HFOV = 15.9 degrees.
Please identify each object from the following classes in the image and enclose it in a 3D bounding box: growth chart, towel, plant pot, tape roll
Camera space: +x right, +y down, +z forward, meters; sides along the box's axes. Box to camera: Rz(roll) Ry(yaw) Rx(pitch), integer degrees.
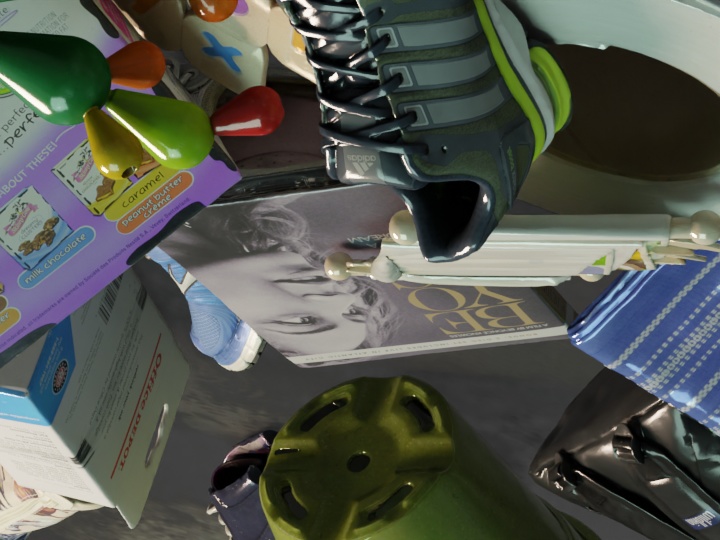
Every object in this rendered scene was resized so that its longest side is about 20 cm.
[{"bbox_3d":[0.067,-0.007,1.057,0.144,0.018,0.200,0,175,-7],"label":"growth chart"},{"bbox_3d":[0.210,0.032,1.151,0.200,0.024,0.145,31,121,-19],"label":"towel"},{"bbox_3d":[0.031,0.164,1.515,0.200,0.200,0.190,2,141,33],"label":"plant pot"},{"bbox_3d":[0.106,-0.089,0.995,0.202,0.071,0.203,15,157,7],"label":"tape roll"}]

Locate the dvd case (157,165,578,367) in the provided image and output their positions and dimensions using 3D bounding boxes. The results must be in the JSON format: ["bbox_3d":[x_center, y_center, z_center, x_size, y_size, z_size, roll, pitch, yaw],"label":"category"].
[{"bbox_3d":[0.000,0.000,1.189,0.148,0.016,0.200,-7,156,21],"label":"dvd case"}]

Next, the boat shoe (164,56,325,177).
[{"bbox_3d":[-0.044,-0.064,1.165,0.201,0.075,0.065,8,150,11],"label":"boat shoe"}]

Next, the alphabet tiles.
[{"bbox_3d":[-0.083,-0.142,1.020,0.200,0.015,0.196,31,159,8],"label":"alphabet tiles"}]

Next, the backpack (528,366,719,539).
[{"bbox_3d":[0.214,0.102,1.288,0.200,0.154,0.163,41,148,-4],"label":"backpack"}]

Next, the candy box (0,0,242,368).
[{"bbox_3d":[-0.175,-0.066,1.054,0.200,0.168,0.072,50,-175,-35],"label":"candy box"}]

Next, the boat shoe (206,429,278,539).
[{"bbox_3d":[-0.066,0.159,1.702,0.093,0.075,0.200,30,147,-13],"label":"boat shoe"}]

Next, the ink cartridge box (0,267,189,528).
[{"bbox_3d":[-0.167,0.056,1.465,0.068,0.116,0.200,10,156,18],"label":"ink cartridge box"}]

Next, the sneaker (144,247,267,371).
[{"bbox_3d":[-0.070,-0.021,1.291,0.089,0.079,0.200,23,150,5],"label":"sneaker"}]

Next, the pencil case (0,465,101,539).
[{"bbox_3d":[-0.220,0.139,1.732,0.078,0.090,0.200,26,155,-19],"label":"pencil case"}]

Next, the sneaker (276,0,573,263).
[{"bbox_3d":[0.010,-0.074,0.899,0.074,0.081,0.200,-1,150,37],"label":"sneaker"}]

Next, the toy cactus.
[{"bbox_3d":[-0.131,-0.102,0.954,0.165,0.102,0.200,-26,127,11],"label":"toy cactus"}]
